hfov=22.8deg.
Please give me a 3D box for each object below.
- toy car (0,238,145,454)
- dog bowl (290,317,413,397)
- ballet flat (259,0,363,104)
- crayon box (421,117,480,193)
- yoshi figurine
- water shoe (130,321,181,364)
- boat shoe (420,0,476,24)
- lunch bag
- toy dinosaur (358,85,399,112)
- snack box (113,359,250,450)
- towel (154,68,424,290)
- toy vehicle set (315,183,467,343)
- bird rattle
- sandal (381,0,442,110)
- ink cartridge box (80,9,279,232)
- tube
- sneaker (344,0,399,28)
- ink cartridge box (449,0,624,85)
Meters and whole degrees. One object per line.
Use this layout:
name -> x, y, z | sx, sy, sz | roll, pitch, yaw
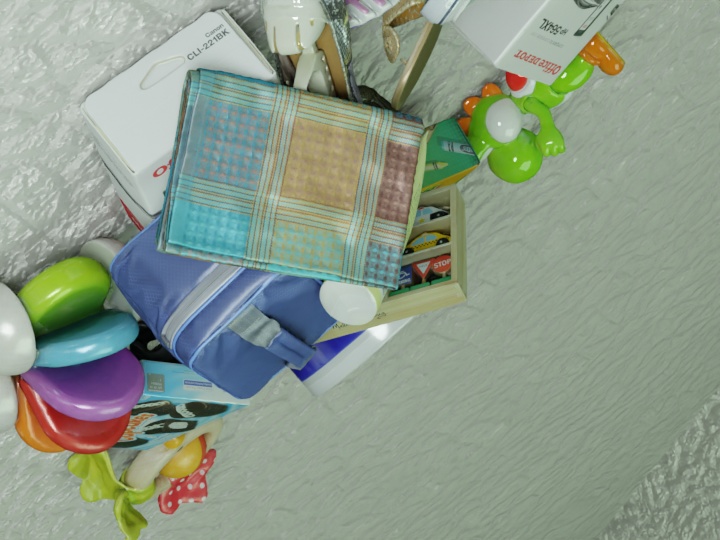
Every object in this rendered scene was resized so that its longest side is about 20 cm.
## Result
toy car -> -0.253, 0.081, 1.549 | 0.175, 0.150, 0.200 | -23, 152, -38
dog bowl -> 0.004, 0.032, 1.778 | 0.200, 0.079, 0.200 | -42, -179, 1
ballet flat -> -0.041, -0.175, 1.426 | 0.072, 0.072, 0.201 | -32, 125, -23
crayon box -> 0.010, -0.077, 1.777 | 0.200, 0.058, 0.119 | -24, 171, -38
yoshi figurine -> 0.192, -0.170, 1.895 | 0.200, 0.112, 0.112 | -43, 165, 10
water shoe -> -0.140, 0.050, 1.709 | 0.200, 0.079, 0.072 | -31, -153, 24
boat shoe -> 0.130, -0.269, 1.509 | 0.200, 0.067, 0.074 | -51, -177, -22
lunch bag -> -0.102, 0.026, 1.504 | 0.136, 0.132, 0.200 | -41, 158, 3
toy dinosaur -> -0.001, -0.138, 1.599 | 0.102, 0.199, 0.077 | 22, 82, -45
snack box -> -0.207, 0.132, 1.715 | 0.116, 0.037, 0.200 | 9, 158, -34
towel -> -0.052, -0.070, 1.397 | 0.199, 0.147, 0.022 | 10, 176, -18
toy vehicle set -> 0.000, 0.000, 1.624 | 0.199, 0.125, 0.027 | -16, 134, 17
bird rattle -> -0.204, 0.211, 1.921 | 0.163, 0.113, 0.200 | -49, 158, 27
sandal -> 0.049, -0.248, 1.573 | 0.212, 0.069, 0.078 | -63, 174, -5
ink cartridge box -> -0.136, -0.104, 1.491 | 0.144, 0.084, 0.200 | -37, 157, -11
tube -> 0.021, -0.034, 1.527 | 0.058, 0.052, 0.200 | -24, -155, 38
sneaker -> 0.025, -0.259, 1.495 | 0.200, 0.081, 0.088 | -37, 174, -7
ink cartridge box -> 0.194, -0.284, 1.711 | 0.200, 0.084, 0.146 | -50, 157, 18
